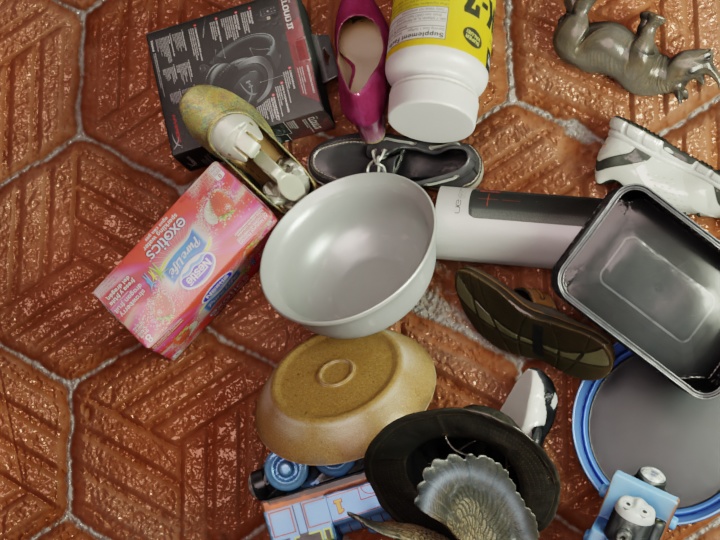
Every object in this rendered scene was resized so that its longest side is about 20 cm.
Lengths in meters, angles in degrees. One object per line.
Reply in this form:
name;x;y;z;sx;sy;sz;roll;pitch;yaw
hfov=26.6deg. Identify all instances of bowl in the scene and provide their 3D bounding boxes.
bowl;0.319;0.162;1.578;0.198;0.039;0.203;-2;80;10
bowl;0.000;0.000;1.607;0.199;0.091;0.202;-14;47;15

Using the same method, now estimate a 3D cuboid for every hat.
hat;0.105;0.182;1.506;0.199;0.202;0.081;7;42;11

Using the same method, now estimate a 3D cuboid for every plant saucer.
plant saucer;-0.021;0.118;1.587;0.198;0.036;0.201;-13;36;10

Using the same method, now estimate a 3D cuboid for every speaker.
speaker;0.177;-0.043;1.621;0.198;0.081;0.082;5;81;12

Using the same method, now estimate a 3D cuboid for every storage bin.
storage bin;0.302;0.020;1.516;0.199;0.094;0.136;37;93;3

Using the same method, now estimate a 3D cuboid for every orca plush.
orca plush;0.175;0.207;1.580;0.071;0.105;0.202;22;67;-22

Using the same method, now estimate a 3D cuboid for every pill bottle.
pill bottle;0.086;-0.248;1.639;0.113;0.114;0.202;3;69;11

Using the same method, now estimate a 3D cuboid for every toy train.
toy train;0.252;0.292;1.507;0.086;0.114;0.202;24;111;13
toy train;-0.016;0.224;1.600;0.198;0.087;0.115;-17;85;3

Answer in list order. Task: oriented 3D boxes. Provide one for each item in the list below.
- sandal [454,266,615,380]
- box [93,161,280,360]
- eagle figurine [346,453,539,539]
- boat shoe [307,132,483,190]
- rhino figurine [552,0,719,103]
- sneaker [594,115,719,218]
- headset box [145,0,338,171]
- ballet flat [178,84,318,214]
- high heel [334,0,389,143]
sandal;0.187;0.050;1.603;0.199;0.082;0.055;22;43;30
box;-0.183;-0.009;1.669;0.095;0.100;0.200;43;89;15
eagle figurine;0.103;0.276;1.468;0.151;0.151;0.201;-33;83;-6
boat shoe;0.034;-0.122;1.669;0.198;0.063;0.073;4;81;11
rhino figurine;0.299;-0.237;1.642;0.199;0.060;0.088;26;104;13
sneaker;0.339;-0.085;1.613;0.199;0.074;0.081;31;101;18
headset box;-0.125;-0.216;1.708;0.198;0.077;0.150;-16;78;6
ballet flat;-0.112;-0.125;1.635;0.070;0.200;0.071;-28;38;25
high heel;-0.004;-0.244;1.667;0.067;0.096;0.202;-5;64;10
